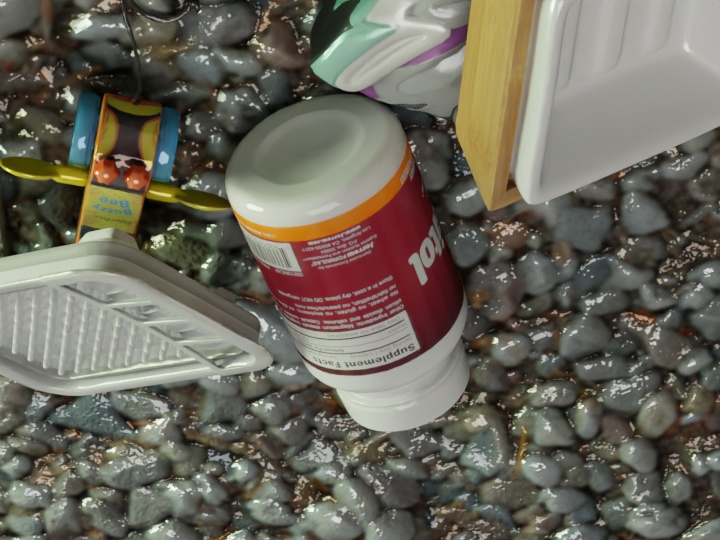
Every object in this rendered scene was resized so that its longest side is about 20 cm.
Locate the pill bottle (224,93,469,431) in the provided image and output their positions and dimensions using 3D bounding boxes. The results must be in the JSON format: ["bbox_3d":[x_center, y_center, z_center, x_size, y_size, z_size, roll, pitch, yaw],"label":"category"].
[{"bbox_3d":[0.000,0.000,1.328,0.113,0.113,0.200,-15,129,10],"label":"pill bottle"}]

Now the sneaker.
[{"bbox_3d":[0.076,-0.160,1.231,0.140,0.078,0.200,24,134,-21],"label":"sneaker"}]

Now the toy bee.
[{"bbox_3d":[-0.149,-0.066,1.275,0.131,0.109,0.200,-6,129,5],"label":"toy bee"}]

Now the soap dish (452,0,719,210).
[{"bbox_3d":[0.143,-0.136,1.193,0.200,0.081,0.157,-25,138,-31],"label":"soap dish"}]

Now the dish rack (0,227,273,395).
[{"bbox_3d":[-0.170,0.025,1.335,0.200,0.044,0.172,-11,153,34],"label":"dish rack"}]
